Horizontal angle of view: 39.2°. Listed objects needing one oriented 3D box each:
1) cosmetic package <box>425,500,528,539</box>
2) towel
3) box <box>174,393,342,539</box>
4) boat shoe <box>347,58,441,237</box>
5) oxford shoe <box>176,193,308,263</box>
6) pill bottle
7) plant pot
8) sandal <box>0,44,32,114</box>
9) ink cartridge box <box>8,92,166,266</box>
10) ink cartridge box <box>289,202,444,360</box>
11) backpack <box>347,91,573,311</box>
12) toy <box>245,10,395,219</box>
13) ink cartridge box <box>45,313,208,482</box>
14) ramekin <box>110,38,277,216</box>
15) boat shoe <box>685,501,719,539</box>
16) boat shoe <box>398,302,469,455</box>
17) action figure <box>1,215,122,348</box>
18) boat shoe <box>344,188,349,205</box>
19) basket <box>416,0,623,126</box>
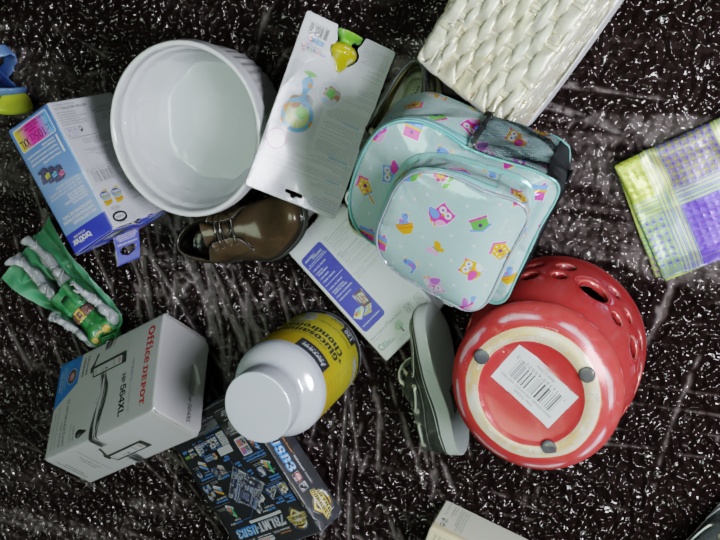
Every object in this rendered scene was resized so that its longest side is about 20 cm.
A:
[{"bbox_3d":[0.168,0.376,1.221,0.198,0.073,0.105,22,111,15],"label":"cosmetic package"},{"bbox_3d":[0.378,-0.084,1.047,0.198,0.023,0.145,-20,97,24],"label":"towel"},{"bbox_3d":[-0.141,0.255,1.285,0.199,0.050,0.200,-32,92,48],"label":"box"},{"bbox_3d":[0.029,-0.137,1.105,0.071,0.066,0.203,20,83,23],"label":"boat shoe"},{"bbox_3d":[-0.142,-0.042,1.195,0.198,0.084,0.074,-18,81,39],"label":"oxford shoe"},{"bbox_3d":[-0.079,0.124,1.178,0.110,0.200,0.114,5,105,18],"label":"pill bottle"},{"bbox_3d":[0.196,0.103,1.081,0.197,0.182,0.204,7,108,21],"label":"plant pot"},{"bbox_3d":[-0.519,-0.255,1.323,0.197,0.079,0.089,7,103,11],"label":"sandal"},{"bbox_3d":[-0.321,-0.108,1.247,0.076,0.136,0.202,-28,92,26],"label":"ink cartridge box"},{"bbox_3d":[0.000,0.000,1.206,0.200,0.039,0.099,48,115,2],"label":"ink cartridge box"},{"bbox_3d":[0.085,-0.072,0.998,0.198,0.154,0.177,29,130,10],"label":"backpack"},{"bbox_3d":[-0.049,-0.174,1.144,0.114,0.047,0.203,20,95,-22],"label":"toy"},{"bbox_3d":[-0.298,0.163,1.294,0.198,0.148,0.084,-27,136,27],"label":"ink cartridge box"},{"bbox_3d":[-0.184,-0.172,1.195,0.197,0.105,0.204,6,106,20],"label":"ramekin"},{"bbox_3d":[0.401,0.309,1.114,0.072,0.071,0.201,41,113,6],"label":"boat shoe"},{"bbox_3d":[0.076,0.131,1.179,0.063,0.071,0.203,-1,116,25],"label":"boat shoe"},{"bbox_3d":[-0.387,0.040,1.360,0.200,0.055,0.118,43,111,1],"label":"action figure"},{"bbox_3d":[0.076,-0.066,1.142,0.197,0.069,0.072,8,107,19],"label":"boat shoe"},{"bbox_3d":[0.165,-0.256,1.028,0.135,0.123,0.201,39,115,8],"label":"basket"}]
